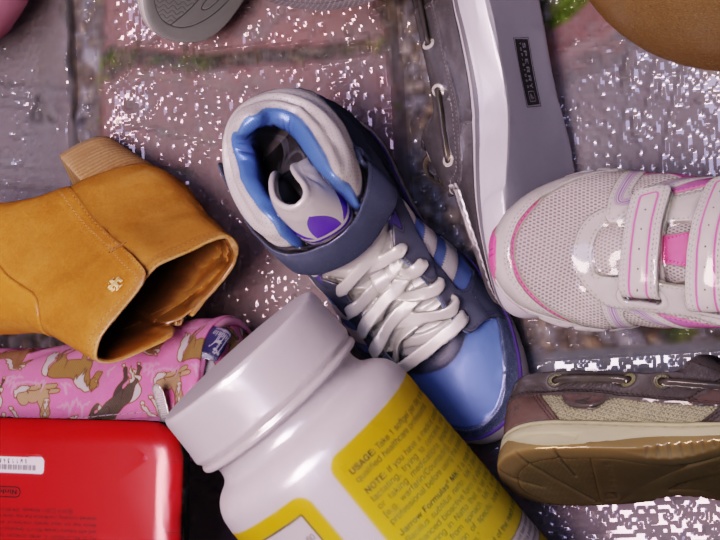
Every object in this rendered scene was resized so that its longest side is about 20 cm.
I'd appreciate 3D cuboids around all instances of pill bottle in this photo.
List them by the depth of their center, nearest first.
[{"bbox_3d":[0.005,0.116,0.840,0.114,0.114,0.200,-39,95,15],"label":"pill bottle"}]

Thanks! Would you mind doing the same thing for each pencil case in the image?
[{"bbox_3d":[-0.147,0.074,0.940,0.198,0.087,0.084,-7,65,22],"label":"pencil case"}]

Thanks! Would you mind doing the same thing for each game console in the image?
[{"bbox_3d":[-0.162,0.164,0.929,0.198,0.119,0.174,-1,86,20],"label":"game console"}]

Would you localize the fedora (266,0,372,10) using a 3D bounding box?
[{"bbox_3d":[0.001,-0.216,0.879,0.199,0.090,0.177,-38,77,7],"label":"fedora"}]

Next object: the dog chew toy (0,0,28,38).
[{"bbox_3d":[-0.276,-0.151,0.987,0.199,0.124,0.125,-37,76,24],"label":"dog chew toy"}]

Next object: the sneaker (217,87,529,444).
[{"bbox_3d":[0.000,0.000,0.858,0.080,0.146,0.201,-34,76,16],"label":"sneaker"}]

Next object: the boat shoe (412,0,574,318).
[{"bbox_3d":[0.059,-0.073,0.886,0.066,0.070,0.202,-11,88,40],"label":"boat shoe"}]

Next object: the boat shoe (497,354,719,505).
[{"bbox_3d":[0.165,0.071,0.834,0.199,0.072,0.067,-3,57,10],"label":"boat shoe"}]

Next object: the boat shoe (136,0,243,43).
[{"bbox_3d":[-0.086,-0.225,0.948,0.065,0.074,0.204,14,97,63],"label":"boat shoe"}]

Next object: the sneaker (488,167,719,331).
[{"bbox_3d":[0.158,-0.012,0.808,0.198,0.088,0.082,-2,87,3],"label":"sneaker"}]

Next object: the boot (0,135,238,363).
[{"bbox_3d":[-0.171,0.013,0.911,0.201,0.071,0.144,-36,41,-11],"label":"boot"}]

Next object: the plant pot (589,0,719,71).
[{"bbox_3d":[0.153,-0.198,0.783,0.185,0.200,0.188,-1,87,21],"label":"plant pot"}]
